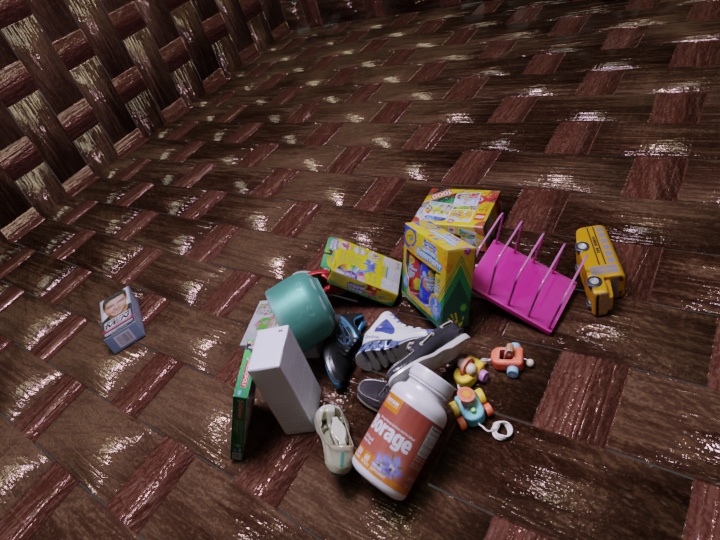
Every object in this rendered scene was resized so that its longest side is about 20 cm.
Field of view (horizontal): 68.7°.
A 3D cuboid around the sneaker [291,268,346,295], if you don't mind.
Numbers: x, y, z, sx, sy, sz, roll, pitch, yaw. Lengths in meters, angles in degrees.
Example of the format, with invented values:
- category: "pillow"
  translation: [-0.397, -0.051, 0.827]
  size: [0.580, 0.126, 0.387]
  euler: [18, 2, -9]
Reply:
- category: "sneaker"
  translation: [-0.077, 0.029, 1.288]
  size: [0.194, 0.080, 0.084]
  euler: [-13, 7, -25]

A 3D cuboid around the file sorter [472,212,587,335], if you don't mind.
- category: "file sorter"
  translation: [0.335, -0.003, 1.065]
  size: [0.196, 0.127, 0.140]
  euler: [30, 62, 21]

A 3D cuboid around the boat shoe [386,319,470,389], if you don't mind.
- category: "boat shoe"
  translation: [0.120, 0.155, 0.992]
  size: [0.196, 0.075, 0.061]
  euler: [-27, 55, -24]

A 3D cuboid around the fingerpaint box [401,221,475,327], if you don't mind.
- category: "fingerpaint box"
  translation: [0.159, 0.004, 1.130]
  size: [0.071, 0.173, 0.200]
  euler: [-5, 22, -19]

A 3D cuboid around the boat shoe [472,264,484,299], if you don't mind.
- category: "boat shoe"
  translation: [0.284, 0.024, 1.166]
  size: [0.193, 0.063, 0.073]
  euler: [2, 43, 26]

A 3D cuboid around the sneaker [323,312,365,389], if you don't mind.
- category: "sneaker"
  translation: [-0.032, 0.164, 1.152]
  size: [0.079, 0.075, 0.204]
  euler: [-12, 39, 14]

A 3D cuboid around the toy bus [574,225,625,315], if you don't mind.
- category: "toy bus"
  translation: [0.492, -0.004, 1.092]
  size: [0.075, 0.067, 0.204]
  euler: [-8, 40, 14]

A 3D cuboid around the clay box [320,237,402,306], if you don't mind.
- category: "clay box"
  translation: [0.000, 0.000, 1.267]
  size: [0.193, 0.048, 0.117]
  euler: [20, 43, -5]

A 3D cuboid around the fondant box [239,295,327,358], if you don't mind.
- category: "fondant box"
  translation: [-0.175, 0.138, 1.269]
  size: [0.192, 0.059, 0.147]
  euler: [-5, 41, 20]

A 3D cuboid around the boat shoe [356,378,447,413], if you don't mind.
- category: "boat shoe"
  translation: [0.074, 0.240, 1.016]
  size: [0.195, 0.066, 0.072]
  euler: [12, 47, 35]

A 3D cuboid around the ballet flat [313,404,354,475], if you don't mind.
- category: "ballet flat"
  translation: [-0.049, 0.292, 0.981]
  size: [0.068, 0.071, 0.200]
  euler: [-26, 23, -6]

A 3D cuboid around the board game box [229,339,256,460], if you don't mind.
- category: "board game box"
  translation: [-0.230, 0.259, 1.047]
  size: [0.028, 0.205, 0.137]
  euler: [10, 39, -5]

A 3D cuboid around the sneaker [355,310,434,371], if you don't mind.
- category: "sneaker"
  translation: [0.083, 0.135, 1.123]
  size: [0.192, 0.082, 0.118]
  euler: [-12, 41, 17]

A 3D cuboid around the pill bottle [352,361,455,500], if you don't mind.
- category: "pill bottle"
  translation: [0.077, 0.267, 0.895]
  size: [0.111, 0.112, 0.204]
  euler: [24, 79, 43]

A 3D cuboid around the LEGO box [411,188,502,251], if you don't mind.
- category: "LEGO box"
  translation: [0.250, -0.134, 1.356]
  size: [0.194, 0.079, 0.151]
  euler: [7, 46, 33]

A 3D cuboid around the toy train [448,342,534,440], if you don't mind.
- category: "toy train"
  translation: [0.239, 0.205, 0.982]
  size: [0.145, 0.057, 0.203]
  euler: [0, 43, 27]

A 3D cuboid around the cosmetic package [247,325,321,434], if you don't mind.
- category: "cosmetic package"
  translation: [-0.144, 0.219, 1.039]
  size: [0.069, 0.204, 0.103]
  euler: [-10, 37, 13]

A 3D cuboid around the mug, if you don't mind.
- category: "mug"
  translation: [-0.125, 0.076, 1.141]
  size: [0.112, 0.155, 0.186]
  euler: [-29, 38, -3]

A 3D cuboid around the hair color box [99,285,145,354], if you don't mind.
- category: "hair color box"
  translation: [-0.692, 0.139, 1.527]
  size: [0.097, 0.062, 0.200]
  euler: [-31, 38, -11]
